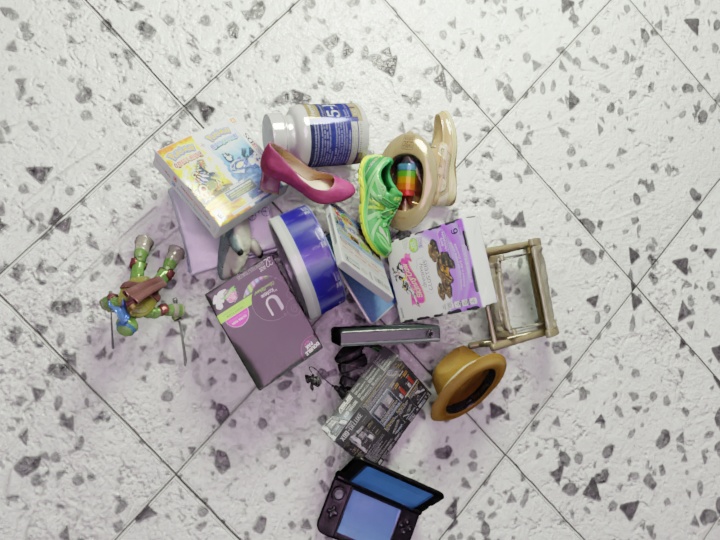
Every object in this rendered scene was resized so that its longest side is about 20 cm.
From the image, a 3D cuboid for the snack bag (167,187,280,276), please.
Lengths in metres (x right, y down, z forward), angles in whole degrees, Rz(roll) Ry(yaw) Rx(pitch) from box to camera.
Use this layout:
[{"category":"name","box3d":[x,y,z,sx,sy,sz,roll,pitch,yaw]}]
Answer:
[{"category":"snack bag","box3d":[-0.276,-0.108,1.104,0.194,0.021,0.194,-16,89,-12]}]

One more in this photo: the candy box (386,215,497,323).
[{"category":"candy box","box3d":[0.154,0.003,1.088,0.071,0.197,0.173,-10,85,-49]}]

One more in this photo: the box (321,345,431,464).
[{"category":"box","box3d":[0.036,0.276,1.075,0.201,0.049,0.158,-51,129,-11]}]

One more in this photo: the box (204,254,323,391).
[{"category":"box","box3d":[-0.183,0.098,1.051,0.146,0.124,0.204,-30,92,-10]}]

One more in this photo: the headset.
[{"category":"headset","box3d":[-0.015,0.209,1.089,0.194,0.094,0.128,1,84,-22]}]

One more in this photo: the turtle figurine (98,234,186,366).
[{"category":"turtle figurine","box3d":[-0.409,0.051,1.039,0.139,0.202,0.199,0,59,17]}]

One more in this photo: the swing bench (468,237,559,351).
[{"category":"swing bench","box3d":[0.319,0.048,1.150,0.194,0.130,0.206,-11,86,-12]}]

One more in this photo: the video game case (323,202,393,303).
[{"category":"video game case","box3d":[-0.006,-0.042,1.052,0.018,0.203,0.142,-39,127,20]}]

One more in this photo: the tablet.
[{"category":"tablet","box3d":[0.000,0.000,1.116,0.129,0.014,0.203,-34,93,-51]}]

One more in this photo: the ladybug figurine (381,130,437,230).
[{"category":"ladybug figurine","box3d":[0.099,-0.185,1.145,0.132,0.072,0.207,8,92,19]}]

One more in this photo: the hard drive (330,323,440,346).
[{"category":"hard drive","box3d":[0.044,0.126,1.084,0.193,0.139,0.034,-1,86,-11]}]

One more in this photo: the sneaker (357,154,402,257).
[{"category":"sneaker","box3d":[0.043,-0.129,1.087,0.081,0.074,0.207,-6,92,25]}]

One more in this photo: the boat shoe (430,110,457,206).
[{"category":"boat shoe","box3d":[0.169,-0.242,1.176,0.062,0.071,0.207,-2,86,-11]}]

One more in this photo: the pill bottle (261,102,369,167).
[{"category":"pill bottle","box3d":[-0.091,-0.268,1.086,0.194,0.119,0.124,-9,86,-24]}]

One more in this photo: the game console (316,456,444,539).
[{"category":"game console","box3d":[0.035,0.470,1.064,0.196,0.116,0.180,25,81,-7]}]

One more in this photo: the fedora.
[{"category":"fedora","box3d":[0.204,0.219,1.111,0.197,0.203,0.082,-28,54,-12]}]

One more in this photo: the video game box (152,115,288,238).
[{"category":"video game box","box3d":[-0.259,-0.185,1.043,0.182,0.047,0.200,46,49,3]}]

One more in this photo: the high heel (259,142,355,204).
[{"category":"high heel","box3d":[-0.094,-0.188,1.038,0.194,0.097,0.069,8,45,-16]}]

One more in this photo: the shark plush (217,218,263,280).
[{"category":"shark plush","box3d":[-0.265,-0.090,1.064,0.081,0.091,0.206,-17,94,18]}]

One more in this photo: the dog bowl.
[{"category":"dog bowl","box3d":[-0.102,-0.016,1.038,0.077,0.200,0.205,-23,89,-12]}]
